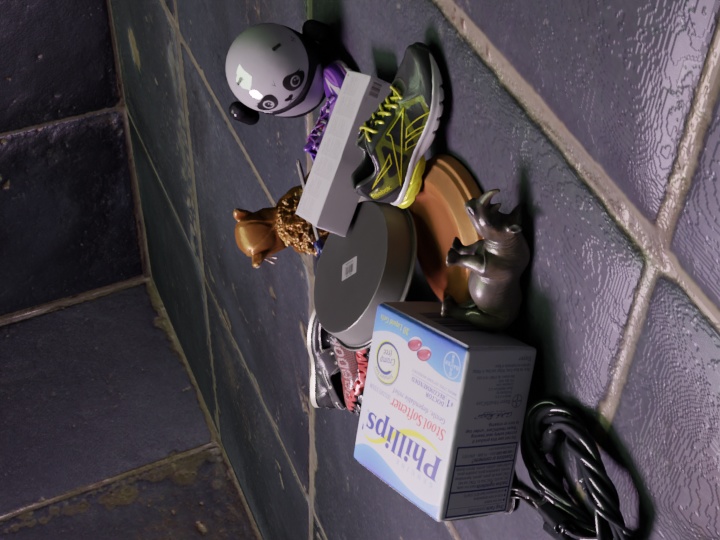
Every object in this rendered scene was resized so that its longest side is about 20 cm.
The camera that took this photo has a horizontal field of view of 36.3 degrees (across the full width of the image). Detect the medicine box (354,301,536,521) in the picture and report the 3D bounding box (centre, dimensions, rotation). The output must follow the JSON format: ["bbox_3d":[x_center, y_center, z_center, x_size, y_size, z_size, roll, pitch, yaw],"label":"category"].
[{"bbox_3d":[0.093,0.157,1.270,0.182,0.102,0.202,25,109,54],"label":"medicine box"}]

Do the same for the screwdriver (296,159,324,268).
[{"bbox_3d":[-0.064,-0.057,1.535,0.029,0.028,0.202,-31,74,54],"label":"screwdriver"}]

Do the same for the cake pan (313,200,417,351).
[{"bbox_3d":[0.000,0.000,1.395,0.200,0.036,0.202,-35,46,47],"label":"cake pan"}]

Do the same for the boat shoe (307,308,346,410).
[{"bbox_3d":[-0.052,0.154,1.962,0.067,0.072,0.202,9,112,30],"label":"boat shoe"}]

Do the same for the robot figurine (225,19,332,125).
[{"bbox_3d":[-0.111,-0.279,1.552,0.200,0.123,0.152,-12,-71,-75],"label":"robot figurine"}]

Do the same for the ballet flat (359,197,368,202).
[{"bbox_3d":[0.021,-0.061,1.507,0.201,0.072,0.073,92,154,-45],"label":"ballet flat"}]

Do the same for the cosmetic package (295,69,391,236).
[{"bbox_3d":[-0.017,-0.152,1.416,0.082,0.050,0.202,33,104,62],"label":"cosmetic package"}]

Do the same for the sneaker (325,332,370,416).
[{"bbox_3d":[-0.001,0.114,1.498,0.098,0.070,0.202,42,145,30],"label":"sneaker"}]

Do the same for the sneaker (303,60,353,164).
[{"bbox_3d":[-0.039,-0.192,1.514,0.081,0.082,0.202,141,127,-74],"label":"sneaker"}]

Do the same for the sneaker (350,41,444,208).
[{"bbox_3d":[0.040,-0.166,1.279,0.075,0.084,0.202,-125,41,-59],"label":"sneaker"}]

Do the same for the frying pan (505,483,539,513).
[{"bbox_3d":[0.182,0.283,1.402,0.190,0.031,0.116,-123,24,-50],"label":"frying pan"}]

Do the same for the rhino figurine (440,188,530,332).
[{"bbox_3d":[0.139,-0.011,1.189,0.060,0.086,0.201,-68,-15,-46],"label":"rhino figurine"}]

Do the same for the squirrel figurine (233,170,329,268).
[{"bbox_3d":[-0.094,-0.080,1.647,0.200,0.185,0.143,161,92,-72],"label":"squirrel figurine"}]

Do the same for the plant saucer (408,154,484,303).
[{"bbox_3d":[0.106,-0.038,1.324,0.200,0.037,0.202,163,90,-72],"label":"plant saucer"}]

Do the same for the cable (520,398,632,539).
[{"bbox_3d":[0.233,0.226,1.173,0.200,0.050,0.165,-151,52,-72],"label":"cable"}]
